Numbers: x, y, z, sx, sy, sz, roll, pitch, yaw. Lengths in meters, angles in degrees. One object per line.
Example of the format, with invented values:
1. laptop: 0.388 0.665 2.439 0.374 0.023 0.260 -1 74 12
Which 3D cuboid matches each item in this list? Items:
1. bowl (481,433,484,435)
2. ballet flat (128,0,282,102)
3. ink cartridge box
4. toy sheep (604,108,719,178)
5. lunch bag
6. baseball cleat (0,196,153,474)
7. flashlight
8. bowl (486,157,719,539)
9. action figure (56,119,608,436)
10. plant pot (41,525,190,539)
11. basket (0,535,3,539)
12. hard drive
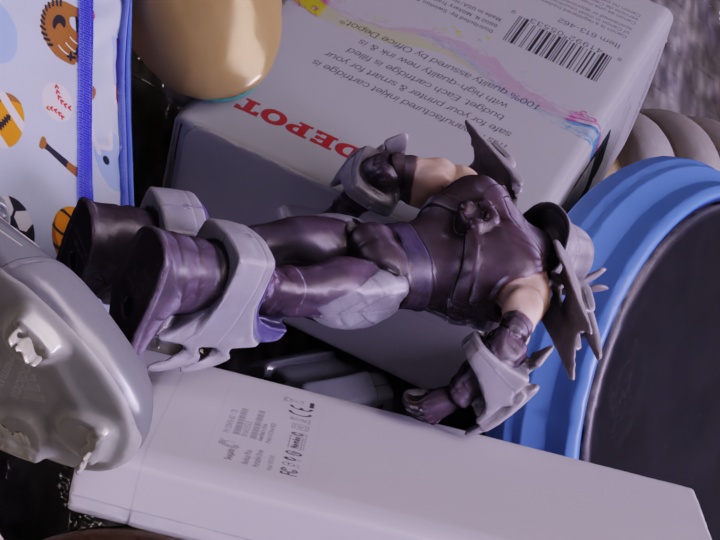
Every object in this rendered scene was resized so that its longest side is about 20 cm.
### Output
1. bowl: 0.089 0.154 1.021 0.201 0.039 0.201 -8 100 -53
2. ballet flat: -0.076 -0.155 0.948 0.063 0.069 0.200 82 -7 -52
3. ink cartridge box: 0.024 -0.057 0.992 0.146 0.083 0.200 26 44 10
4. toy sheep: 0.149 -0.010 1.139 0.200 0.138 0.138 24 57 -38
5. lunch bag: -0.145 -0.062 0.856 0.160 0.076 0.200 21 60 -46
6. baseball cleat: -0.127 -0.026 0.716 0.200 0.070 0.106 38 42 6
7. flashlight: 0.020 0.055 1.015 0.200 0.068 0.068 -8 115 -47
8. bowl: 0.125 0.055 0.975 0.201 0.039 0.201 -19 115 -48
9. action figure: 0.000 0.000 0.827 0.200 0.069 0.130 -2 32 -28
10. plant pot: -0.018 0.159 0.834 0.198 0.200 0.200 -22 92 -60
11. basket: -0.209 0.076 0.680 0.200 0.123 0.136 55 40 -18
12. hard drive: 0.014 0.074 0.771 0.132 0.200 0.027 -79 -177 -79
